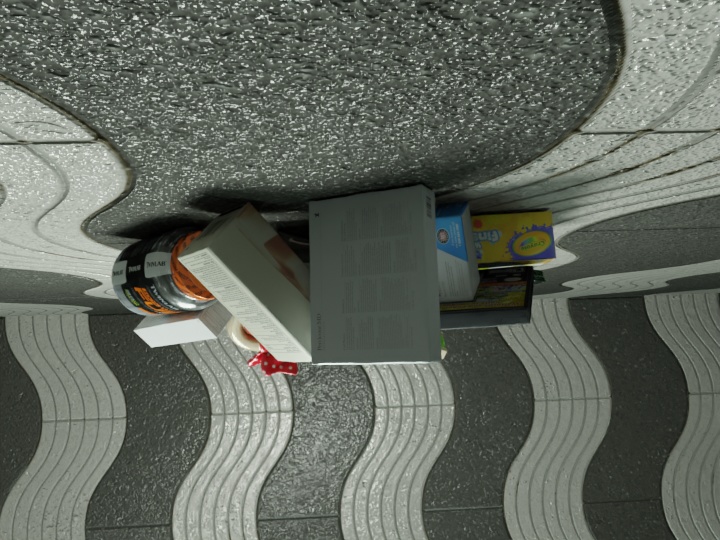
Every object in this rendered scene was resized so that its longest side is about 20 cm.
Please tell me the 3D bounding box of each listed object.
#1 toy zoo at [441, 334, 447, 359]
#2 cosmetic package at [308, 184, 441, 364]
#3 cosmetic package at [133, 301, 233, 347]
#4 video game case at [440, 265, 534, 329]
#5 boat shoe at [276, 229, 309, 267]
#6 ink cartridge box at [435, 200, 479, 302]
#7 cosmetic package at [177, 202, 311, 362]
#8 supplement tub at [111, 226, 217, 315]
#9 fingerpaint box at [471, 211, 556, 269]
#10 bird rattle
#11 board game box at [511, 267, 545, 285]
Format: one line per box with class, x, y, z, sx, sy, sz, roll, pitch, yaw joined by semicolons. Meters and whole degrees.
toy zoo;0.078;0.076;1.088;0.131;0.021;0.200;15;-150;-12
cosmetic package;0.015;0.010;0.710;0.150;0.201;0.052;-4;172;24
cosmetic package;-0.284;0.076;0.985;0.200;0.083;0.051;-12;124;42
video game case;0.131;0.037;0.816;0.199;0.026;0.181;-5;-165;19
boat shoe;-0.038;-0.039;0.937;0.199;0.057;0.067;-4;-167;-20
ink cartridge box;0.048;-0.019;0.793;0.199;0.116;0.068;-4;-160;21
cosmetic package;-0.123;0.020;0.775;0.103;0.087;0.200;-9;126;51
supplement tub;-0.278;0.002;0.897;0.122;0.123;0.200;4;171;-43
fingerpaint box;0.173;-0.037;0.914;0.199;0.074;0.167;-4;174;2
bird rattle;-0.155;0.087;1.029;0.163;0.113;0.200;22;119;-36
board game box;0.188;0.038;0.977;0.200;0.024;0.105;-23;165;37
